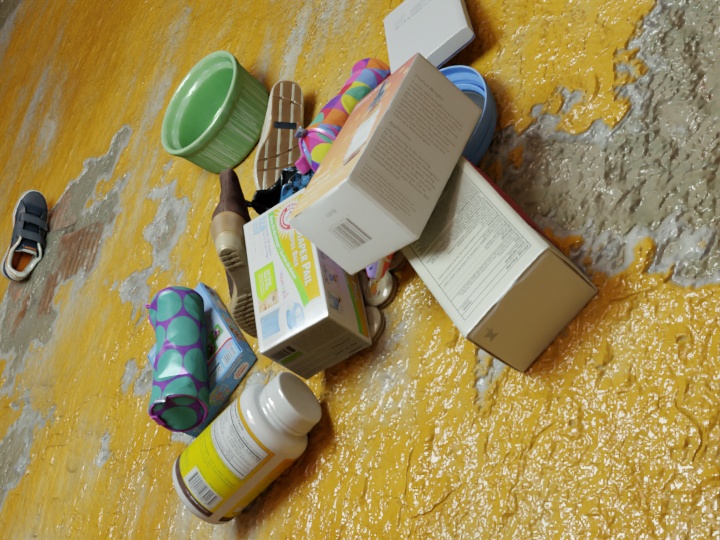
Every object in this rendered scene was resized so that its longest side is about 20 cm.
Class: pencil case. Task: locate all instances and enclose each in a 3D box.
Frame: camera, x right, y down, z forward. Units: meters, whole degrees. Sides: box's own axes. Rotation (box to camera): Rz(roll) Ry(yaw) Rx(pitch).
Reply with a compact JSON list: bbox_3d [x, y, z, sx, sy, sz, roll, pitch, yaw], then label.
[{"bbox_3d":[-0.266,0.125,1.369,0.090,0.086,0.203,-13,51,5],"label":"pencil case"},{"bbox_3d":[-0.016,-0.213,1.324,0.087,0.089,0.201,-12,32,42],"label":"pencil case"}]

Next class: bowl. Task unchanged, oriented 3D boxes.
[{"bbox_3d":[0.095,-0.176,1.252,0.199,0.039,0.204,-30,42,30],"label":"bowl"}]

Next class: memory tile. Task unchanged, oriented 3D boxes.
[{"bbox_3d":[0.000,0.000,1.273,0.152,0.017,0.204,3,68,48],"label":"memory tile"}]

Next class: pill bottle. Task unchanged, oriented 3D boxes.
[{"bbox_3d":[-0.142,0.223,1.210,0.200,0.109,0.110,-44,41,17],"label":"pill bottle"}]

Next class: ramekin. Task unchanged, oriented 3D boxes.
[{"bbox_3d":[-0.249,-0.269,1.653,0.198,0.097,0.204,-27,48,34],"label":"ramekin"}]

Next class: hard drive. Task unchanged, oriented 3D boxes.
[{"bbox_3d":[0.094,-0.346,1.355,0.131,0.025,0.202,-36,34,24],"label":"hard drive"}]

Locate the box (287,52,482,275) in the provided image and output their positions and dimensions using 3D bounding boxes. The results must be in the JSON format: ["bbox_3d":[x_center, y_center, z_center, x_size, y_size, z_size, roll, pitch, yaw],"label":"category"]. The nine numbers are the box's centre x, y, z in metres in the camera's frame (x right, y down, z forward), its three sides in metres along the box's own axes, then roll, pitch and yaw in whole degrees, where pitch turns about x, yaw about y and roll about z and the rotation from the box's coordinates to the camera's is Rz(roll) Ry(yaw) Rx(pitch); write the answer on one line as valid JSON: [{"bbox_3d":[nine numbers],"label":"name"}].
[{"bbox_3d":[0.028,-0.121,1.099,0.152,0.106,0.202,-29,29,56],"label":"box"}]

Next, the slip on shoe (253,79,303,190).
[{"bbox_3d":[-0.129,-0.202,1.515,0.061,0.074,0.205,112,163,-69],"label":"slip on shoe"}]

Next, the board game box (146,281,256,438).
[{"bbox_3d":[-0.245,0.131,1.440,0.152,0.036,0.200,-52,40,9],"label":"board game box"}]

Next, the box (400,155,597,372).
[{"bbox_3d":[0.143,-0.010,1.049,0.128,0.108,0.201,-48,40,12],"label":"box"}]

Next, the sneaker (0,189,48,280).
[{"bbox_3d":[-0.719,-0.075,2.060,0.079,0.077,0.205,5,81,53],"label":"sneaker"}]

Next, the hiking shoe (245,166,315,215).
[{"bbox_3d":[-0.075,-0.120,1.375,0.199,0.086,0.075,-35,44,27],"label":"hiking shoe"}]

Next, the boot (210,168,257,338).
[{"bbox_3d":[-0.159,-0.023,1.349,0.071,0.202,0.168,-12,41,5],"label":"boot"}]

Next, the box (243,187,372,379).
[{"bbox_3d":[-0.071,0.015,1.226,0.111,0.101,0.203,-29,53,21],"label":"box"}]

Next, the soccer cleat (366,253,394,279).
[{"bbox_3d":[-0.002,-0.064,1.258,0.201,0.067,0.075,-121,35,-57],"label":"soccer cleat"}]
